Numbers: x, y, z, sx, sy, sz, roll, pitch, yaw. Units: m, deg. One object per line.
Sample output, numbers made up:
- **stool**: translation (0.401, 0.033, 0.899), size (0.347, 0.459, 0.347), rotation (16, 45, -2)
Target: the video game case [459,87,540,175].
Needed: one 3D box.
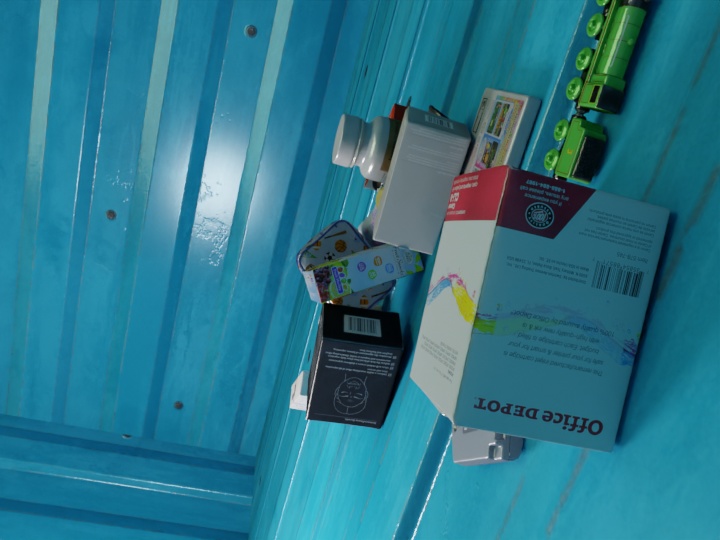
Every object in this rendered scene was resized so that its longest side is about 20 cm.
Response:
- **video game case**: translation (0.180, -0.150, 0.889), size (0.182, 0.023, 0.203), rotation (-110, 34, -70)

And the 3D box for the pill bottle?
- **pill bottle**: translation (0.054, -0.216, 1.145), size (0.114, 0.197, 0.116), rotation (-168, 90, -79)

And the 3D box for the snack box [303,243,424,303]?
- **snack box**: translation (0.000, 0.000, 1.183), size (0.169, 0.197, 0.069), rotation (177, 76, -78)

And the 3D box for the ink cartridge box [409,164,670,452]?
- **ink cartridge box**: translation (0.143, 0.030, 0.548), size (0.145, 0.143, 0.203), rotation (-156, 79, -79)

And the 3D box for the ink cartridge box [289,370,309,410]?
- **ink cartridge box**: translation (-0.119, 0.326, 1.657), size (0.200, 0.115, 0.068), rotation (124, 154, -63)

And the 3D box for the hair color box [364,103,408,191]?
- **hair color box**: translation (0.082, -0.239, 1.287), size (0.201, 0.100, 0.062), rotation (117, 162, -57)

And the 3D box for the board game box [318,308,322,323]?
- **board game box**: translation (-0.027, 0.015, 1.531), size (0.199, 0.041, 0.203), rotation (-41, -31, -66)

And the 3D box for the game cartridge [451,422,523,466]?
- **game cartridge**: translation (0.146, 0.119, 0.729), size (0.133, 0.040, 0.203), rotation (135, 146, -65)

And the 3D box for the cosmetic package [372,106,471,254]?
- **cosmetic package**: translation (0.093, -0.138, 0.994), size (0.091, 0.105, 0.202), rotation (-83, 9, -60)

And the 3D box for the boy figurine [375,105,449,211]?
- **boy figurine**: translation (0.098, -0.170, 1.071), size (0.201, 0.123, 0.065), rotation (-57, 41, 18)

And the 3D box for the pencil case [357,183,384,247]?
- **pencil case**: translation (0.056, -0.109, 1.309), size (0.200, 0.089, 0.084), rotation (120, 159, -61)

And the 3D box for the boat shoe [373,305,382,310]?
- **boat shoe**: translation (0.011, 0.118, 1.405), size (0.068, 0.071, 0.200), rotation (65, 162, -6)

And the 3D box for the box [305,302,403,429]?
- **box**: translation (-0.015, 0.177, 1.161), size (0.108, 0.146, 0.203), rotation (-93, 14, -57)

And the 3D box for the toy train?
- **toy train**: translation (0.232, -0.182, 0.612), size (0.056, 0.041, 0.203), rotation (-133, 55, -65)

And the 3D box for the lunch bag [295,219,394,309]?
- **lunch bag**: translation (-0.027, 0.002, 1.321), size (0.160, 0.201, 0.076), rotation (-41, 8, -9)
